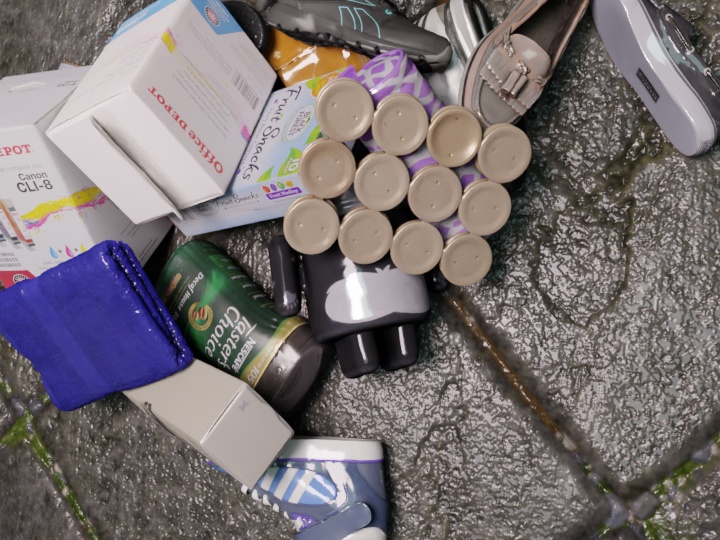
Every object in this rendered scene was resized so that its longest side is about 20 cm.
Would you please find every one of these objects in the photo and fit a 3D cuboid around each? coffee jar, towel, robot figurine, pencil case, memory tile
[{"bbox_3d":[-0.126,0.062,0.794,0.199,0.085,0.105,35,97,17],"label":"coffee jar"},{"bbox_3d":[-0.272,0.057,0.757,0.198,0.050,0.149,-20,111,31],"label":"towel"},{"bbox_3d":[0.001,0.000,0.740,0.123,0.149,0.204,-18,78,31],"label":"robot figurine"},{"bbox_3d":[0.059,-0.105,0.698,0.084,0.085,0.201,-39,116,-5],"label":"pencil case"},{"bbox_3d":[0.041,-0.073,0.651,0.196,0.017,0.156,12,109,-15],"label":"memory tile"}]

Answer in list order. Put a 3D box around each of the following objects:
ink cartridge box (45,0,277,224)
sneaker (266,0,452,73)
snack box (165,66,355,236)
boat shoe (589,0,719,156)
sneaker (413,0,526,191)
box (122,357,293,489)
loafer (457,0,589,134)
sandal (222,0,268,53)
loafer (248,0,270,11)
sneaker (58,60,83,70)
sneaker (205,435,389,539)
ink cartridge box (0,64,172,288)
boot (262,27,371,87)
[{"bbox_3d":[-0.188,-0.152,0.716,0.124,0.129,0.202,-14,43,33],"label":"ink cartridge box"},{"bbox_3d":[0.001,-0.248,0.723,0.197,0.075,0.081,22,96,17],"label":"sneaker"},{"bbox_3d":[-0.097,-0.115,0.752,0.197,0.053,0.144,-7,50,37],"label":"snack box"},{"bbox_3d":[0.285,-0.205,0.698,0.065,0.070,0.202,-26,74,-4],"label":"boat shoe"},{"bbox_3d":[0.094,-0.165,0.763,0.114,0.075,0.204,-19,83,32],"label":"sneaker"},{"bbox_3d":[-0.157,0.137,0.744,0.069,0.082,0.199,-51,32,-20],"label":"box"},{"bbox_3d":[0.154,-0.205,0.691,0.072,0.063,0.201,41,63,-16],"label":"loafer"},{"bbox_3d":[-0.167,-0.246,0.842,0.198,0.048,0.077,-5,87,40],"label":"sandal"},{"bbox_3d":[-0.122,-0.330,0.781,0.076,0.069,0.201,-56,31,18],"label":"loafer"},{"bbox_3d":[-0.291,-0.165,0.873,0.198,0.071,0.114,22,88,26],"label":"sneaker"},{"bbox_3d":[-0.068,0.245,0.761,0.196,0.081,0.149,-2,81,12],"label":"sneaker"},{"bbox_3d":[-0.317,-0.091,0.790,0.143,0.146,0.203,-3,125,18],"label":"ink cartridge box"},{"bbox_3d":[-0.054,-0.285,0.807,0.142,0.071,0.204,-26,83,12],"label":"boot"}]
